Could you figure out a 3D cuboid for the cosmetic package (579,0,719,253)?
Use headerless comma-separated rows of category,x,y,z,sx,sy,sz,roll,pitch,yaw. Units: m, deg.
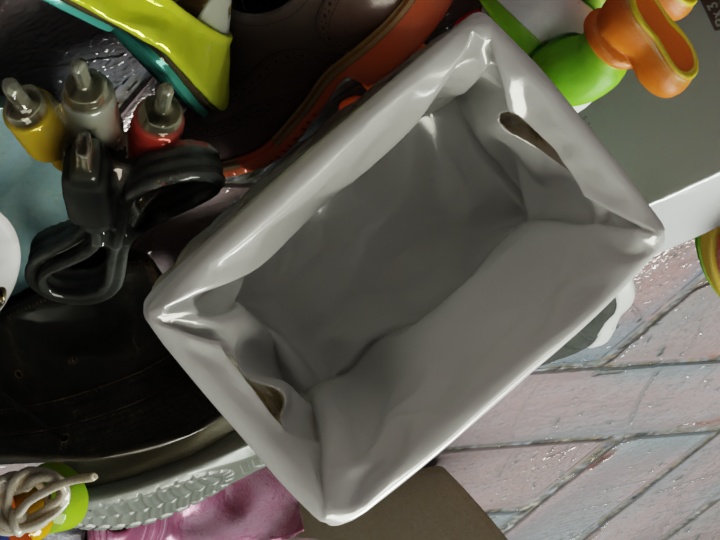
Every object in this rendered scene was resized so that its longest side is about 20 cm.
cosmetic package,0.195,-0.089,1.381,0.200,0.102,0.074,-25,156,4

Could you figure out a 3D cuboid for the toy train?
toy train,-0.178,0.128,1.373,0.200,0.085,0.116,-24,179,30

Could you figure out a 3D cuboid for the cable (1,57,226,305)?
cable,-0.109,-0.037,1.202,0.097,0.050,0.200,4,161,-3

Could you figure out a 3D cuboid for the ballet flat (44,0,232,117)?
ballet flat,-0.091,-0.123,1.118,0.067,0.067,0.200,-48,151,4

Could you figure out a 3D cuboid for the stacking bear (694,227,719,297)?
stacking bear,0.239,-0.013,1.458,0.122,0.114,0.200,-61,-179,16

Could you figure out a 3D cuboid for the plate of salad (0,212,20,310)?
plate of salad,-0.245,0.030,1.209,0.200,0.048,0.200,-20,152,-11

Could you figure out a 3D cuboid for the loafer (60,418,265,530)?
loafer,-0.087,0.083,1.469,0.200,0.070,0.075,-21,164,-12

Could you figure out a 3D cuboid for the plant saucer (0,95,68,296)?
plant saucer,-0.207,-0.033,1.231,0.201,0.039,0.201,-19,157,-9

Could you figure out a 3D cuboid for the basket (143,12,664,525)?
basket,0.013,-0.004,1.192,0.200,0.136,0.123,-41,-170,-3

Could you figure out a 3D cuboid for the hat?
hat,-0.141,0.032,1.346,0.200,0.081,0.201,-12,-166,3

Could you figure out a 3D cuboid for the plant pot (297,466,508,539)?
plant pot,0.006,0.249,1.838,0.200,0.177,0.200,-8,152,-28

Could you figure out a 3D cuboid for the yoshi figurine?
yoshi figurine,0.082,-0.076,1.307,0.200,0.112,0.112,-30,165,32

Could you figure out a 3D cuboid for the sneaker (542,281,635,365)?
sneaker,0.098,0.016,1.554,0.099,0.071,0.200,-23,161,-9

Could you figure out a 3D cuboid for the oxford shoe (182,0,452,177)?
oxford shoe,-0.037,-0.106,1.213,0.073,0.071,0.200,34,140,-18

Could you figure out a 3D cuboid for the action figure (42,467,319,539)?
action figure,-0.137,0.144,1.551,0.134,0.149,0.200,-33,169,37
